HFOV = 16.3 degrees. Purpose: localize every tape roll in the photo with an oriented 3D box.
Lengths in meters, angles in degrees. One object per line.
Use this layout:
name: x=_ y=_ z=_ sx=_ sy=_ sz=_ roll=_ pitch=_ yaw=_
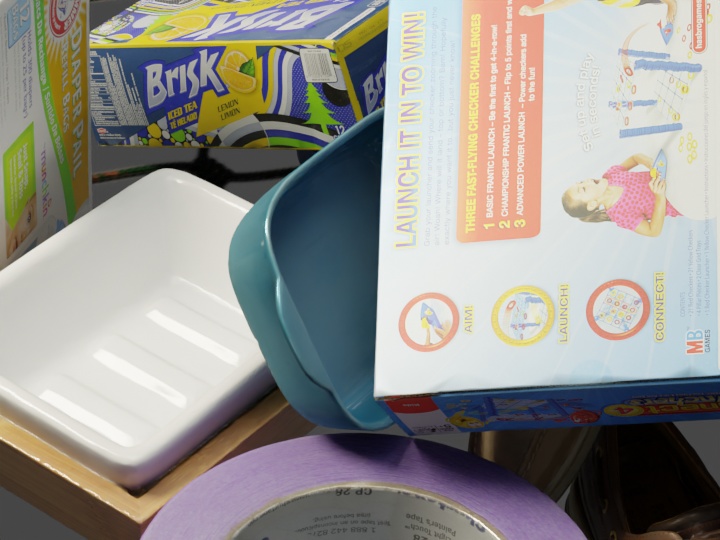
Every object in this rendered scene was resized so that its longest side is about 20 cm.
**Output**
tape roll: x=0.002 y=0.158 z=1.055 sx=0.200 sy=0.066 sz=0.200 roll=2 pitch=38 yaw=-2

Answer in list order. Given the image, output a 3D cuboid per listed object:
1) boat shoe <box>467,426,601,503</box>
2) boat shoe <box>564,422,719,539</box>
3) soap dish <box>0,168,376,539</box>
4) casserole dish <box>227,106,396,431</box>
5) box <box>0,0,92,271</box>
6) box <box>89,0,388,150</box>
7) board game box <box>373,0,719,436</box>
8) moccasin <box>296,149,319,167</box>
boat shoe: x=0.080 y=0.016 z=1.160 sx=0.069 sy=0.200 sz=0.074 roll=23 pitch=-10 yaw=-37
boat shoe: x=0.144 y=0.135 z=1.104 sx=0.072 sy=0.068 sz=0.200 roll=-8 pitch=39 yaw=-15
soap dish: x=-0.098 y=0.045 z=1.192 sx=0.157 sy=0.081 sz=0.200 roll=27 pitch=43 yaw=27
casserole dish: x=0.000 y=0.000 z=1.146 sx=0.039 sy=0.121 sz=0.200 roll=-18 pitch=12 yaw=32
box: x=-0.201 y=-0.079 z=1.246 sx=0.101 sy=0.200 sz=0.113 roll=15 pitch=39 yaw=14
box: x=-0.060 y=-0.107 z=1.347 sx=0.200 sy=0.064 sz=0.070 roll=4 pitch=31 yaw=41
board game box: x=0.109 y=-0.034 z=1.092 sx=0.196 sy=0.056 sz=0.200 roll=-4 pitch=68 yaw=17
moccasin: x=0.026 y=-0.035 z=1.301 sx=0.068 sy=0.081 sz=0.200 roll=-21 pitch=44 yaw=-11
